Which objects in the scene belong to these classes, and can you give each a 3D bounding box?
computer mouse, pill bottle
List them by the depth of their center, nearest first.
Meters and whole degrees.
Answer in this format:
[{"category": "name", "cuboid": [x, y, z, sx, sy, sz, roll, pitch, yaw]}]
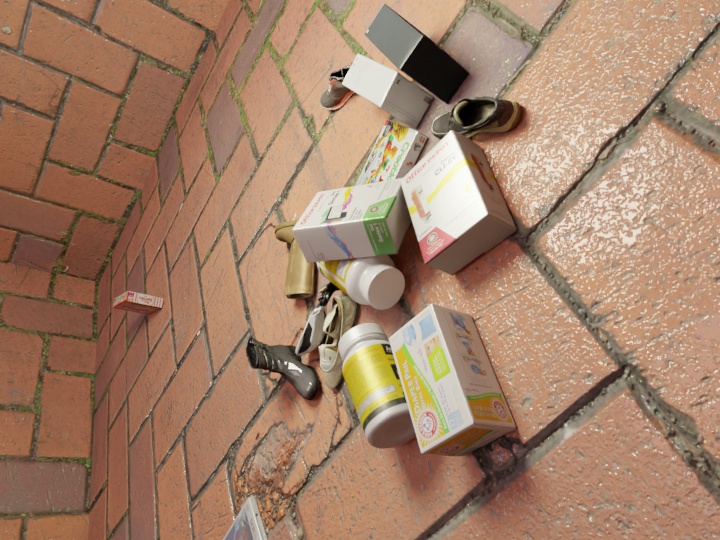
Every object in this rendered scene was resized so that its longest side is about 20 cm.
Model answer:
[{"category": "pill bottle", "cuboid": [0.033, 0.199, 0.914, 0.115, 0.114, 0.201, -52, 42, 26]}, {"category": "pill bottle", "cuboid": [0.000, 0.000, 1.037, 0.200, 0.112, 0.113, 36, 105, 52]}, {"category": "computer mouse", "cuboid": [-0.090, 0.112, 1.152, 0.201, 0.044, 0.110, -67, -6, 23]}]

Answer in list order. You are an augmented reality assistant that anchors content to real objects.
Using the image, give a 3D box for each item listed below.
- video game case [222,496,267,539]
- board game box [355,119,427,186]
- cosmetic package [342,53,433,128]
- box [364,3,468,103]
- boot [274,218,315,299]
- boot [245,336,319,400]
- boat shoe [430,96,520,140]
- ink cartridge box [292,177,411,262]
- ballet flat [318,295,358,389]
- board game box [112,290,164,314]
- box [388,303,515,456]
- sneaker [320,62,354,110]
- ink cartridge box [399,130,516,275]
[{"category": "video game case", "cuboid": [-0.274, 0.675, 1.202, 0.201, 0.023, 0.182, -60, 38, 18]}, {"category": "board game box", "cuboid": [0.056, -0.217, 1.115, 0.126, 0.034, 0.201, 41, 109, 51]}, {"category": "cosmetic package", "cuboid": [0.056, -0.395, 1.124, 0.081, 0.112, 0.200, -58, 37, 18]}, {"category": "box", "cuboid": [0.110, -0.444, 1.046, 0.079, 0.140, 0.201, -53, 41, 25]}, {"category": "boot", "cuboid": [-0.174, -0.026, 1.316, 0.175, 0.066, 0.202, -14, 67, 50]}, {"category": "boot", "cuboid": [-0.186, 0.226, 1.174, 0.200, 0.131, 0.070, 32, 101, 53]}, {"category": "boat shoe", "cuboid": [0.194, -0.282, 0.934, 0.199, 0.064, 0.074, 3, 80, 54]}, {"category": "ink cartridge box", "cuboid": [-0.012, -0.097, 0.999, 0.199, 0.084, 0.145, -5, 36, 26]}, {"category": "ballet flat", "cuboid": [-0.060, 0.150, 1.097, 0.067, 0.062, 0.202, 5, 81, 53]}, {"category": "board game box", "cuboid": [-0.949, 0.139, 2.190, 0.199, 0.151, 0.047, -18, 62, 49]}, {"category": "box", "cuboid": [0.136, 0.171, 0.799, 0.112, 0.101, 0.201, -44, 45, 33]}, {"category": "sneaker", "cuboid": [-0.055, -0.487, 1.328, 0.199, 0.081, 0.078, -16, 64, 49]}, {"category": "ink cartridge box", "cuboid": [0.162, -0.118, 0.896, 0.145, 0.083, 0.201, -41, 47, 35]}]
